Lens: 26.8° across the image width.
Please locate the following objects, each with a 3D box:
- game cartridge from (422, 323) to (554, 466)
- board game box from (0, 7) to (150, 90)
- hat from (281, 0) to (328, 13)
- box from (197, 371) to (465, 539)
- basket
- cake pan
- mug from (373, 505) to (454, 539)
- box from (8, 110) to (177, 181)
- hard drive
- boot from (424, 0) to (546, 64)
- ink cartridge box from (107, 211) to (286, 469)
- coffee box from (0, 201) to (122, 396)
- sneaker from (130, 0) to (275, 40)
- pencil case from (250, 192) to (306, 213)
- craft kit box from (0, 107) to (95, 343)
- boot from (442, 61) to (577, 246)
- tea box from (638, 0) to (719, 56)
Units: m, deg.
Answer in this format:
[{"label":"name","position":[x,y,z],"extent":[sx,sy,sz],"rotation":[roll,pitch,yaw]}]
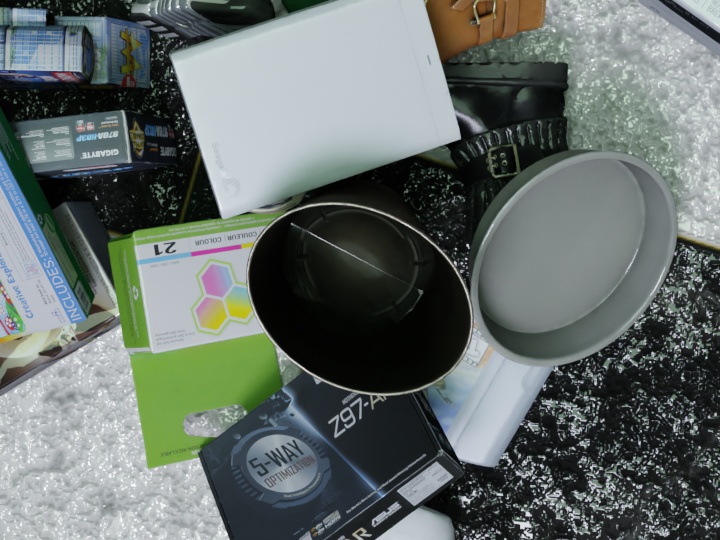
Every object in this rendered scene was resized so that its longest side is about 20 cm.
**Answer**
[{"label":"game cartridge","position":[0.059,0.081,1.339],"extent":[0.199,0.042,0.134],"rotation":[31,91,6]},{"label":"board game box","position":[-0.284,-0.194,1.321],"extent":[0.197,0.200,0.063],"rotation":[-1,92,-7]},{"label":"hat","position":[-0.035,-0.221,1.233],"extent":[0.199,0.176,0.166],"rotation":[34,126,3]},{"label":"box","position":[-0.028,0.161,1.269],"extent":[0.199,0.044,0.161],"rotation":[-37,46,9]},{"label":"basket","position":[0.000,0.000,1.218],"extent":[0.179,0.200,0.137],"rotation":[27,102,-6]},{"label":"cake pan","position":[0.173,-0.014,1.265],"extent":[0.198,0.037,0.203],"rotation":[-13,123,-20]},{"label":"mug","position":[0.028,0.286,1.280],"extent":[0.198,0.147,0.177],"rotation":[16,83,37]},{"label":"box","position":[-0.274,-0.104,1.317],"extent":[0.197,0.159,0.047],"rotation":[-6,92,7]},{"label":"hard drive","position":[-0.033,-0.134,1.167],"extent":[0.198,0.026,0.134],"rotation":[-19,103,-7]},{"label":"boot","position":[0.075,-0.196,1.241],"extent":[0.153,0.077,0.203],"rotation":[-7,108,-21]},{"label":"ink cartridge box","position":[-0.125,0.059,1.311],"extent":[0.146,0.076,0.203],"rotation":[-10,90,-27]},{"label":"coffee box","position":[-0.309,0.037,1.365],"extent":[0.199,0.080,0.114],"rotation":[-31,88,7]},{"label":"sneaker","position":[-0.126,-0.261,1.295],"extent":[0.075,0.199,0.117],"rotation":[24,83,-37]},{"label":"pencil case","position":[-0.074,-0.127,1.271],"extent":[0.088,0.201,0.078],"rotation":[21,122,-8]},{"label":"craft kit box","position":[-0.350,-0.023,1.255],"extent":[0.195,0.049,0.202],"rotation":[-16,119,10]},{"label":"boot","position":[0.086,-0.098,1.308],"extent":[0.208,0.079,0.160],"rotation":[0,91,7]},{"label":"tea box","position":[0.364,-0.256,1.239],"extent":[0.199,0.134,0.198],"rotation":[36,97,5]}]
